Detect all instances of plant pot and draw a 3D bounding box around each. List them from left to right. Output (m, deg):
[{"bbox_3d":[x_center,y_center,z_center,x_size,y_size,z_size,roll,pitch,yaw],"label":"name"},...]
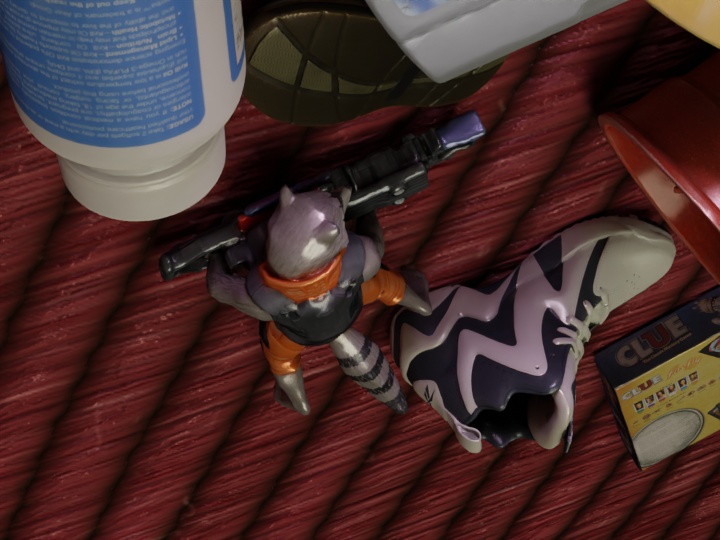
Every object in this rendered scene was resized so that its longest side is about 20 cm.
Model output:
[{"bbox_3d":[0.276,-0.077,1.083,0.195,0.201,0.201,-41,143,2],"label":"plant pot"}]

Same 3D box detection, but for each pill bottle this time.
[{"bbox_3d":[-0.109,-0.117,0.831,0.112,0.113,0.201,-18,142,-14],"label":"pill bottle"}]

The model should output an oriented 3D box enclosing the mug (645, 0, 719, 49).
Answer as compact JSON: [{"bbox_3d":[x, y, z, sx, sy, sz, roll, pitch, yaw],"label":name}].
[{"bbox_3d":[0.214,-0.194,0.927,0.186,0.149,0.154,-11,135,-47],"label":"mug"}]

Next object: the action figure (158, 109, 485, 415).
[{"bbox_3d":[0.000,0.000,1.056,0.199,0.105,0.194,-28,154,3],"label":"action figure"}]

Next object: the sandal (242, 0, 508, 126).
[{"bbox_3d":[0.005,-0.122,0.956,0.199,0.055,0.082,-13,150,-44],"label":"sandal"}]

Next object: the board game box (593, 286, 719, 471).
[{"bbox_3d":[0.276,0.059,1.362,0.199,0.035,0.136,-28,144,-1],"label":"board game box"}]

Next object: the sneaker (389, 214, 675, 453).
[{"bbox_3d":[0.129,0.052,1.175,0.198,0.130,0.080,-18,144,-14],"label":"sneaker"}]

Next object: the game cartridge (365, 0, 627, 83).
[{"bbox_3d":[0.048,-0.177,0.840,0.133,0.042,0.200,-27,135,1],"label":"game cartridge"}]
